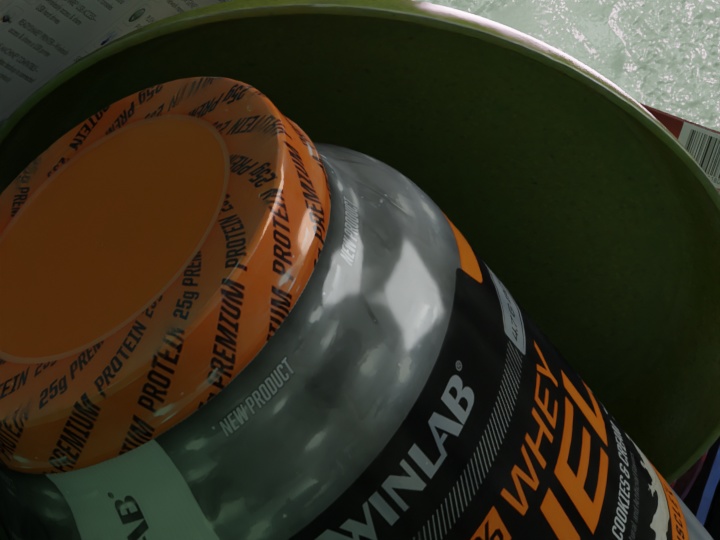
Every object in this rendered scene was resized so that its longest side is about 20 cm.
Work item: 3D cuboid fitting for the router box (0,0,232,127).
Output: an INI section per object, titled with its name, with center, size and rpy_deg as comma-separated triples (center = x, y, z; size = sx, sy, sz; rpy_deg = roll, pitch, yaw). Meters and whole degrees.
[router box]
center = -0.065, -0.077, 0.736
size = 0.049, 0.179, 0.200
rpy_deg = 52, 3, 11

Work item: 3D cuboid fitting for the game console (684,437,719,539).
[game console]
center = 0.100, 0.080, 0.829
size = 0.118, 0.201, 0.170
rpy_deg = 16, -4, 36

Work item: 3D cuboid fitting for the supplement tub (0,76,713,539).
[supplement tub]
center = -0.002, 0.056, 0.668
size = 0.200, 0.122, 0.123
rpy_deg = 48, 5, -35

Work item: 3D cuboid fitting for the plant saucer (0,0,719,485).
[plant saucer]
center = 0.000, 0.000, 0.720
size = 0.200, 0.199, 0.031
rpy_deg = 49, 34, -34

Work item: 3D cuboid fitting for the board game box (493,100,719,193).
[board game box]
center = 0.047, -0.037, 0.804
size = 0.103, 0.020, 0.200
rpy_deg = 21, -2, -3

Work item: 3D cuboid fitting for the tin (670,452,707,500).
[tin]
center = 0.003, 0.018, 0.820
size = 0.199, 0.112, 0.042
rpy_deg = 18, -2, 20
